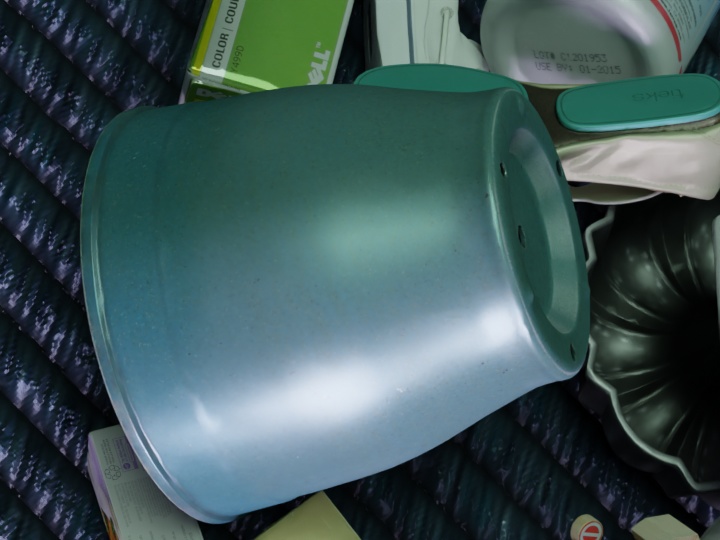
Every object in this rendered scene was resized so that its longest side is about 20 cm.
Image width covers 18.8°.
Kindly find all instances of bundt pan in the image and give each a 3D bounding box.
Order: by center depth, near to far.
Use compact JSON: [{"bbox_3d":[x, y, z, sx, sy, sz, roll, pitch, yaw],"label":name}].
[{"bbox_3d":[0.196,0.038,1.140,0.200,0.076,0.203,5,67,-11],"label":"bundt pan"}]

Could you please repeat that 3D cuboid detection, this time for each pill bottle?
[{"bbox_3d":[0.149,-0.171,1.185,0.108,0.109,0.200,32,50,2],"label":"pill bottle"}]

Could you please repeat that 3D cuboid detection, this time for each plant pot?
[{"bbox_3d":[0.000,0.000,1.006,0.187,0.200,0.202,-14,68,20],"label":"plant pot"}]

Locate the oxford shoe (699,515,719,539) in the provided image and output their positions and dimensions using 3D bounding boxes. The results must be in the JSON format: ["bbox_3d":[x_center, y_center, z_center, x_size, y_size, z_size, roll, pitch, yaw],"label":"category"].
[{"bbox_3d":[0.148,0.169,1.026,0.200,0.075,0.058,-36,45,-16],"label":"oxford shoe"}]

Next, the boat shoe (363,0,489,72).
[{"bbox_3d":[0.037,-0.107,1.167,0.065,0.074,0.201,1,69,-7],"label":"boat shoe"}]

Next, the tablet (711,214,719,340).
[{"bbox_3d":[0.236,0.059,1.061,0.129,0.014,0.201,12,48,-9],"label":"tablet"}]

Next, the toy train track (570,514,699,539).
[{"bbox_3d":[0.069,0.168,0.983,0.199,0.115,0.033,-35,123,-16],"label":"toy train track"}]

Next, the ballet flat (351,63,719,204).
[{"bbox_3d":[0.090,-0.062,1.096,0.198,0.070,0.070,3,67,4],"label":"ballet flat"}]

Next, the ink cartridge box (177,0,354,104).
[{"bbox_3d":[-0.036,-0.150,1.098,0.075,0.200,0.149,16,66,-5],"label":"ink cartridge box"}]

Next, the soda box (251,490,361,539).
[{"bbox_3d":[0.013,0.208,1.036,0.064,0.068,0.200,-35,79,-23],"label":"soda box"}]

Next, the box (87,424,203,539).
[{"bbox_3d":[-0.085,0.163,1.027,0.041,0.039,0.201,-14,59,-16],"label":"box"}]
